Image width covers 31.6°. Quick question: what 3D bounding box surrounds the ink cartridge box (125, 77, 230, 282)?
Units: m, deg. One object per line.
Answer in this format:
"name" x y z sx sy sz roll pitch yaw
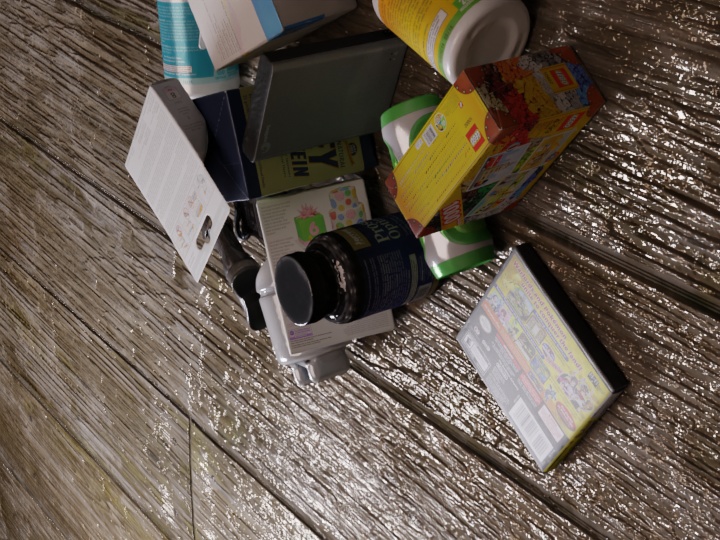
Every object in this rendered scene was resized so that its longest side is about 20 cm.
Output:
"ink cartridge box" -0.219 -0.114 1.602 0.201 0.057 0.163 52 142 17

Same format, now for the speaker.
"speaker" 0.089 -0.097 1.473 0.088 0.088 0.203 -25 83 56

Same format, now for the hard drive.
"hard drive" -0.043 -0.211 1.515 0.033 0.198 0.141 48 140 31

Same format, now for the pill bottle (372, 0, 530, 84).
"pill bottle" 0.081 -0.292 1.376 0.200 0.110 0.112 47 139 34

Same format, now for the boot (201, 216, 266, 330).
"boot" -0.183 -0.020 1.889 0.175 0.069 0.201 57 172 33

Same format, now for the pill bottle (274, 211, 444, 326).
"pill bottle" 0.000 0.000 1.542 0.111 0.198 0.114 28 126 47

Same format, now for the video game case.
"video game case" 0.200 0.102 1.449 0.201 0.025 0.182 58 144 24

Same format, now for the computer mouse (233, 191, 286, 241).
"computer mouse" -0.142 -0.099 1.854 0.200 0.052 0.141 -153 52 -63

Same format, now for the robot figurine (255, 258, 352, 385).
"robot figurine" -0.078 0.054 1.761 0.169 0.112 0.203 -19 88 51

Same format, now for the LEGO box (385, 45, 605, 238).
"LEGO box" 0.136 -0.133 1.329 0.078 0.147 0.200 60 145 18

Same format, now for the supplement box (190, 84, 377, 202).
"supplement box" -0.122 -0.172 1.648 0.199 0.198 0.136 -1 104 56

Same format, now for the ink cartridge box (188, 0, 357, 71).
"ink cartridge box" -0.126 -0.349 1.622 0.199 0.128 0.127 -14 99 53

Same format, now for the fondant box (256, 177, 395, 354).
"fondant box" -0.046 -0.007 1.655 0.058 0.142 0.203 -123 21 -82

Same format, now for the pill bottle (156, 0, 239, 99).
"pill bottle" -0.233 -0.353 1.818 0.110 0.110 0.203 23 122 50
